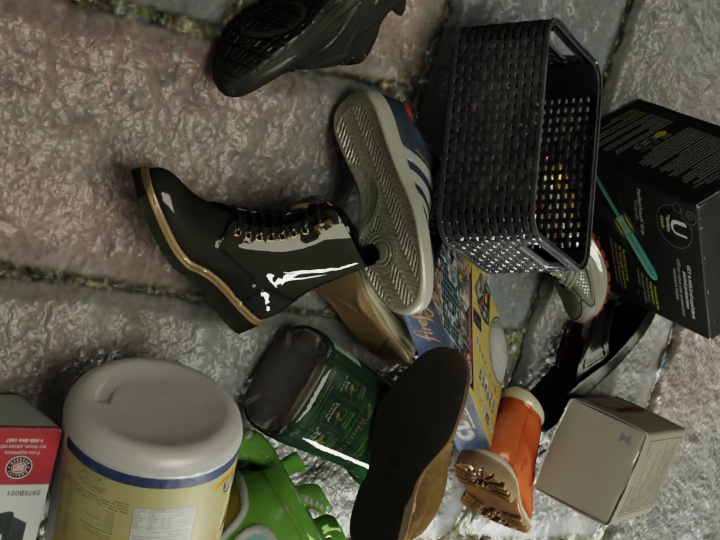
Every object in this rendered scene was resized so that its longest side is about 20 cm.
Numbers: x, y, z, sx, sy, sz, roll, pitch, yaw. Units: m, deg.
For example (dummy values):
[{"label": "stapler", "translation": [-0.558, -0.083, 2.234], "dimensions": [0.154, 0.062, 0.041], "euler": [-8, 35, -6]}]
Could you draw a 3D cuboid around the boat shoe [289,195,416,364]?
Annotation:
[{"label": "boat shoe", "translation": [0.000, 0.000, 1.593], "dimensions": [0.200, 0.072, 0.065], "euler": [54, 54, -34]}]

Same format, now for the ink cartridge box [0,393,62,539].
[{"label": "ink cartridge box", "translation": [-0.332, 0.200, 1.402], "dimensions": [0.146, 0.083, 0.200], "euler": [5, 105, -40]}]

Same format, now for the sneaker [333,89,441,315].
[{"label": "sneaker", "translation": [0.042, -0.059, 1.547], "dimensions": [0.084, 0.075, 0.200], "euler": [3, 73, -49]}]

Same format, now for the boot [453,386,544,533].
[{"label": "boot", "translation": [0.148, 0.188, 1.759], "dimensions": [0.107, 0.075, 0.200], "euler": [-62, 162, -22]}]

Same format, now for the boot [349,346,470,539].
[{"label": "boot", "translation": [0.054, 0.157, 1.594], "dimensions": [0.075, 0.074, 0.200], "euler": [0, 115, -57]}]

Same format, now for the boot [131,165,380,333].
[{"label": "boot", "translation": [-0.085, -0.042, 1.462], "dimensions": [0.138, 0.077, 0.200], "euler": [-24, 143, 12]}]

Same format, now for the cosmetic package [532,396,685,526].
[{"label": "cosmetic package", "translation": [0.251, 0.187, 1.798], "dimensions": [0.103, 0.087, 0.200], "euler": [-66, 160, 4]}]

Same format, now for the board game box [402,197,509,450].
[{"label": "board game box", "translation": [0.087, 0.047, 1.643], "dimensions": [0.136, 0.035, 0.200], "euler": [-73, 150, -46]}]

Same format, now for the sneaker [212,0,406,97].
[{"label": "sneaker", "translation": [-0.033, -0.196, 1.480], "dimensions": [0.200, 0.076, 0.091], "euler": [-38, 135, -17]}]

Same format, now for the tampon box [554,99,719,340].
[{"label": "tampon box", "translation": [0.299, -0.054, 1.713], "dimensions": [0.126, 0.200, 0.150], "euler": [-29, 125, -26]}]

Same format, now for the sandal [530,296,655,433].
[{"label": "sandal", "translation": [0.224, 0.079, 1.799], "dimensions": [0.200, 0.075, 0.048], "euler": [-46, 112, -14]}]

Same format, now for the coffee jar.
[{"label": "coffee jar", "translation": [-0.006, 0.134, 1.629], "dimensions": [0.200, 0.085, 0.104], "euler": [34, 86, -41]}]

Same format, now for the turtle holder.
[{"label": "turtle holder", "translation": [-0.088, 0.231, 1.572], "dimensions": [0.132, 0.141, 0.186], "euler": [-30, 131, -5]}]

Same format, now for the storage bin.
[{"label": "storage bin", "translation": [0.141, -0.106, 1.573], "dimensions": [0.135, 0.094, 0.200], "euler": [31, 60, -58]}]

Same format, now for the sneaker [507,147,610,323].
[{"label": "sneaker", "translation": [0.171, -0.028, 1.715], "dimensions": [0.082, 0.078, 0.200], "euler": [-38, 118, -15]}]

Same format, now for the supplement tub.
[{"label": "supplement tub", "translation": [-0.180, 0.188, 1.463], "dimensions": [0.144, 0.144, 0.200], "euler": [-10, 127, -35]}]
